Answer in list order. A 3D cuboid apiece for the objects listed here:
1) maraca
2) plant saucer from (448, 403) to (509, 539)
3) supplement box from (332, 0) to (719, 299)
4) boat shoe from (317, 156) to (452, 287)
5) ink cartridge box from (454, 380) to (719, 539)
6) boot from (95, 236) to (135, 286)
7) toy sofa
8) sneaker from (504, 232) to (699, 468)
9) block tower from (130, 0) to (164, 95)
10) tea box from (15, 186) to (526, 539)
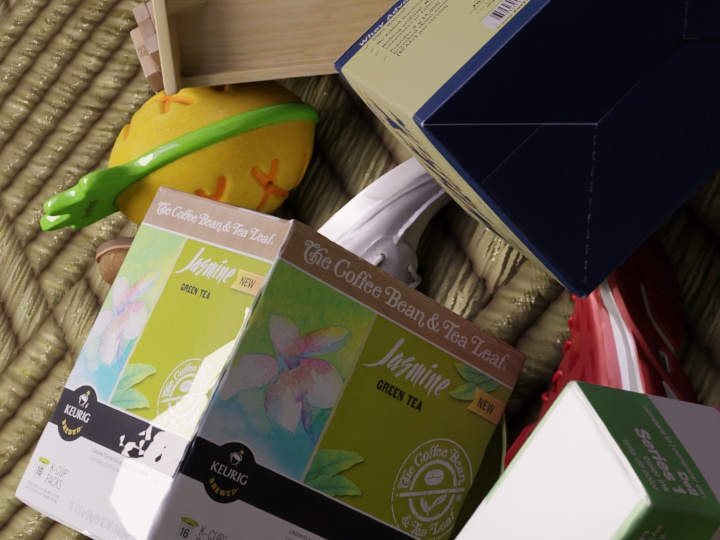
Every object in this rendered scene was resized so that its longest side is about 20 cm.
[{"bbox_3d":[-0.120,-0.070,1.471,0.107,0.200,0.137,66,164,10],"label":"maraca"},{"bbox_3d":[0.018,0.133,1.309,0.200,0.031,0.200,-25,52,36],"label":"plant saucer"},{"bbox_3d":[0.118,-0.119,1.200,0.200,0.134,0.200,-44,20,0],"label":"supplement box"},{"bbox_3d":[0.000,0.000,1.379,0.200,0.072,0.069,-39,79,-3],"label":"boat shoe"},{"bbox_3d":[0.150,0.142,1.018,0.145,0.200,0.084,-57,41,25],"label":"ink cartridge box"},{"bbox_3d":[-0.119,0.020,1.493,0.200,0.074,0.076,8,86,47],"label":"boot"},{"bbox_3d":[-0.034,-0.172,1.429,0.200,0.083,0.098,-6,18,4],"label":"toy sofa"},{"bbox_3d":[0.120,0.053,1.216,0.115,0.078,0.200,-30,47,29],"label":"sneaker"},{"bbox_3d":[-0.061,-0.185,1.503,0.200,0.054,0.058,-26,48,4],"label":"block tower"},{"bbox_3d":[-0.047,0.086,1.224,0.134,0.200,0.197,15,79,50],"label":"tea box"}]
